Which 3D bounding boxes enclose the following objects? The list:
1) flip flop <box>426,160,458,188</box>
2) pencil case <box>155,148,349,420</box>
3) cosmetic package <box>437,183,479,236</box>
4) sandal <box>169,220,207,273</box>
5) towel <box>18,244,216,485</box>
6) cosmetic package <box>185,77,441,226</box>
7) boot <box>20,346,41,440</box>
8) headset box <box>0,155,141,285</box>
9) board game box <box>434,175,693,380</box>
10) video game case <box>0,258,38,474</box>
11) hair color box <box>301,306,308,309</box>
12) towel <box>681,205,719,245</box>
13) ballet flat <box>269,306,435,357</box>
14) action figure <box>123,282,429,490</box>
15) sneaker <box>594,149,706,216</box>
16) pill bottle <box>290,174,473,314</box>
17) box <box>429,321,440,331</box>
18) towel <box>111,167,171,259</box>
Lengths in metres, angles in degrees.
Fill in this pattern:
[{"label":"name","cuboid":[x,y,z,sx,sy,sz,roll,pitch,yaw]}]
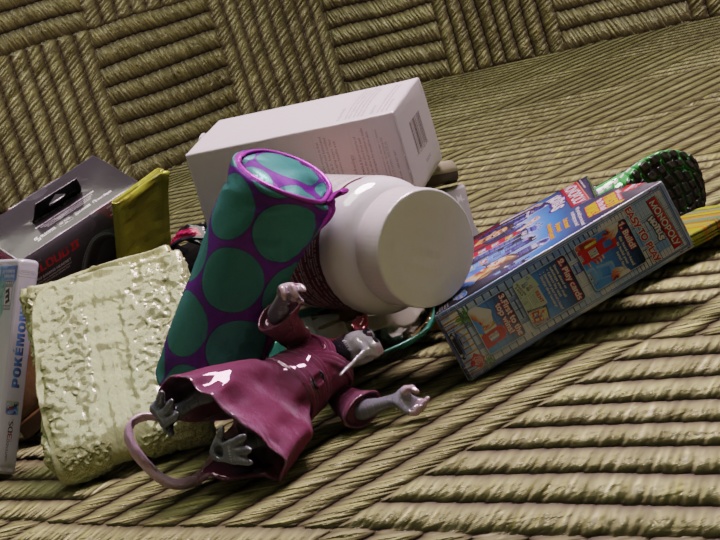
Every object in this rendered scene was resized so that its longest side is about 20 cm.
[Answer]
[{"label":"flip flop","cuboid":[0.011,-0.096,1.779,0.081,0.058,0.200,-22,11,-37]},{"label":"pencil case","cuboid":[-0.086,0.012,1.443,0.092,0.201,0.085,23,19,8]},{"label":"cosmetic package","cuboid":[0.015,-0.010,1.775,0.090,0.107,0.199,-22,8,-42]},{"label":"sandal","cuboid":[-0.146,-0.028,1.750,0.075,0.045,0.200,-19,10,-5]},{"label":"towel","cuboid":[-0.196,0.074,1.541,0.148,0.037,0.201,-16,54,-1]},{"label":"cosmetic package","cuboid":[-0.041,-0.101,1.674,0.199,0.085,0.108,-11,19,21]},{"label":"boot","cuboid":[-0.247,0.063,1.703,0.200,0.076,0.074,-39,-2,5]},{"label":"headset box","cuboid":[-0.270,0.002,1.786,0.077,0.201,0.149,28,51,35]},{"label":"board game box","cuboid":[0.158,-0.009,1.506,0.199,0.062,0.200,-27,11,9]},{"label":"video game case","cuboid":[-0.341,0.082,1.687,0.022,0.183,0.200,8,-5,-30]},{"label":"hair color box","cuboid":[-0.126,0.056,1.664,0.199,0.101,0.060,-23,10,-31]},{"label":"towel","cuboid":[0.249,-0.016,1.621,0.199,0.018,0.086,-25,7,-31]},{"label":"ballet flat","cuboid":[-0.014,0.050,1.567,0.199,0.068,0.070,-22,-9,-35]},{"label":"action figure","cuboid":[-0.050,0.095,1.391,0.200,0.134,0.149,-29,-12,-47]},{"label":"sneaker","cuboid":[0.230,-0.056,1.734,0.199,0.078,0.085,-22,10,-22]},{"label":"pill bottle","cuboid":[-0.004,-0.022,1.503,0.109,0.110,0.200,-23,16,-30]},{"label":"box","cuboid":[0.000,0.000,1.702,0.199,0.120,0.041,-9,13,42]},{"label":"towel","cuboid":[-0.200,0.010,1.783,0.018,0.201,0.086,12,31,22]}]
